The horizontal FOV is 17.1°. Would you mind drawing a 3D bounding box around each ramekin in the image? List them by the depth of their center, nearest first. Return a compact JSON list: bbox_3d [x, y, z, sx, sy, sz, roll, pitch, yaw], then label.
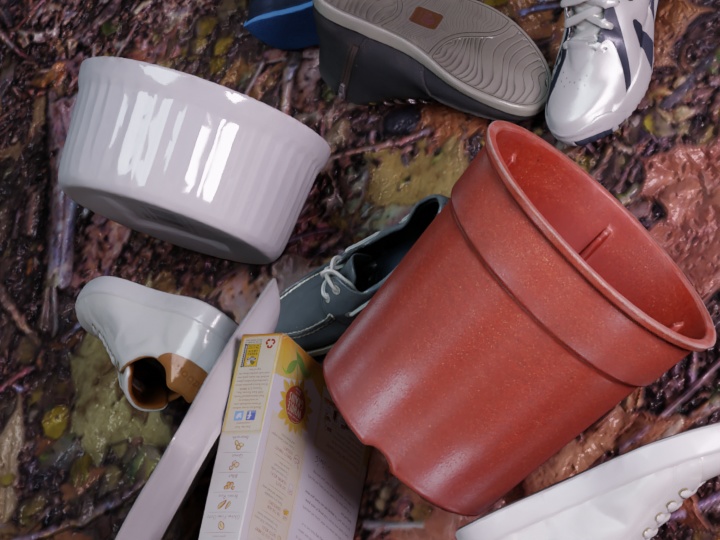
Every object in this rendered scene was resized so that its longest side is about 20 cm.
[{"bbox_3d":[-0.130,-0.078,1.800,0.200,0.200,0.098,11,79,42],"label":"ramekin"}]

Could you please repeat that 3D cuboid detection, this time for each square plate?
[{"bbox_3d":[-0.120,0.129,1.666,0.200,0.028,0.198,-61,0,38],"label":"square plate"}]

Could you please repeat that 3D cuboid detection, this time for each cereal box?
[{"bbox_3d":[-0.052,0.162,1.616,0.039,0.144,0.201,-2,62,29],"label":"cereal box"}]

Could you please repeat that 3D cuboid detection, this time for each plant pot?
[{"bbox_3d":[0.092,0.043,1.555,0.195,0.200,0.201,-47,44,18],"label":"plant pot"}]

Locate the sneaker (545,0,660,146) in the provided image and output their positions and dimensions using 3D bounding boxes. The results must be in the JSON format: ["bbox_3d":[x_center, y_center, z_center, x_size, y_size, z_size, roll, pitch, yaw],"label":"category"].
[{"bbox_3d":[0.159,-0.198,1.680,0.079,0.129,0.200,21,78,45],"label":"sneaker"}]

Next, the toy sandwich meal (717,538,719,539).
[{"bbox_3d":[0.258,0.208,1.387,0.204,0.070,0.206,-20,53,29],"label":"toy sandwich meal"}]

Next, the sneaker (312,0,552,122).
[{"bbox_3d":[0.055,-0.151,1.790,0.200,0.106,0.075,30,61,18],"label":"sneaker"}]

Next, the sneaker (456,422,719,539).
[{"bbox_3d":[0.165,0.160,1.501,0.199,0.073,0.085,-27,81,16],"label":"sneaker"}]

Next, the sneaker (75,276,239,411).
[{"bbox_3d":[-0.172,0.058,1.812,0.200,0.073,0.085,7,63,56],"label":"sneaker"}]

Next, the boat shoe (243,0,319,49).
[{"bbox_3d":[-0.014,-0.224,1.873,0.199,0.084,0.069,0,64,37],"label":"boat shoe"}]

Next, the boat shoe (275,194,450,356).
[{"bbox_3d":[0.000,0.000,1.734,0.199,0.062,0.073,-25,50,25],"label":"boat shoe"}]
